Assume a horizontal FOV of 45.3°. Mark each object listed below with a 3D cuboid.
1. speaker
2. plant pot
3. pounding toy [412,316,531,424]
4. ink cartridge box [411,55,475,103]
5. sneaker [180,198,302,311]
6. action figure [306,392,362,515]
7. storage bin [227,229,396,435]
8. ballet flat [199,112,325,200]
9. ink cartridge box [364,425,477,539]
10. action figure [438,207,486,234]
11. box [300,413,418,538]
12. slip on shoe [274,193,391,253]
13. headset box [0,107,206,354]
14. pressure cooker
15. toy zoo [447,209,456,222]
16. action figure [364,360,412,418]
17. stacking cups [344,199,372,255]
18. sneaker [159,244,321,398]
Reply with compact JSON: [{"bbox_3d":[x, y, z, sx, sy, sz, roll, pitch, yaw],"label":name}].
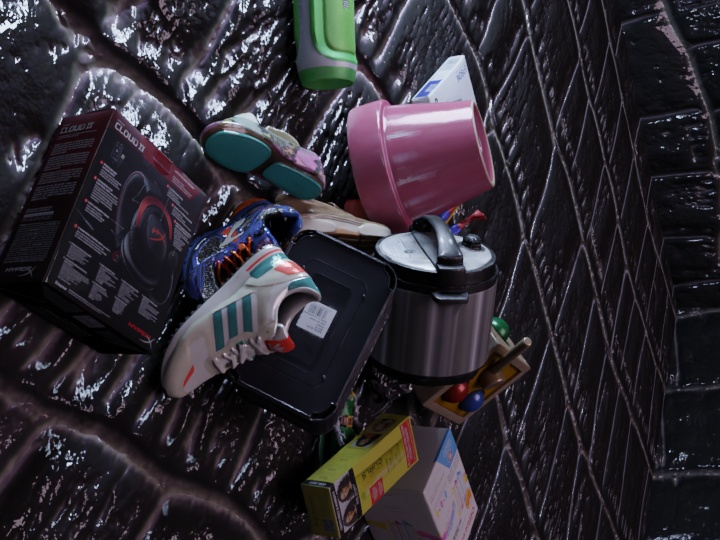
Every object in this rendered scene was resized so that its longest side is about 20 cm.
[{"bbox_3d":[-0.048,-0.351,1.161,0.088,0.087,0.203,-2,90,-60],"label":"speaker"},{"bbox_3d":[0.095,-0.161,1.258,0.200,0.177,0.203,-13,90,-74],"label":"plant pot"},{"bbox_3d":[0.185,0.147,1.380,0.184,0.199,0.143,35,19,-54],"label":"pounding toy"},{"bbox_3d":[0.169,-0.262,1.581,0.200,0.040,0.202,-54,133,-47],"label":"ink cartridge box"},{"bbox_3d":[-0.135,-0.024,0.989,0.201,0.078,0.076,-56,134,-43],"label":"sneaker"},{"bbox_3d":[-0.027,0.233,1.195,0.118,0.054,0.203,19,68,-56],"label":"action figure"},{"bbox_3d":[-0.054,0.072,1.008,0.094,0.134,0.202,93,23,-70],"label":"storage bin"},{"bbox_3d":[-0.118,-0.147,1.039,0.199,0.069,0.072,22,48,-47],"label":"ballet flat"},{"bbox_3d":[0.090,0.353,1.314,0.129,0.124,0.202,-57,135,-45],"label":"ink cartridge box"},{"bbox_3d":[0.103,-0.037,1.311,0.066,0.199,0.099,53,1,-16],"label":"action figure"},{"bbox_3d":[0.003,0.266,1.141,0.199,0.050,0.076,-29,112,-52],"label":"box"},{"bbox_3d":[-0.036,-0.062,1.158,0.198,0.076,0.061,2,65,-41],"label":"slip on shoe"},{"bbox_3d":[-0.235,-0.042,0.817,0.149,0.074,0.202,46,49,-50],"label":"headset box"},{"bbox_3d":[0.094,0.029,1.146,0.178,0.175,0.203,-22,123,-49],"label":"pressure cooker"},{"bbox_3d":[0.142,-0.158,1.491,0.132,0.020,0.200,-61,145,-2],"label":"toy zoo"},{"bbox_3d":[0.056,0.120,1.298,0.119,0.101,0.203,35,56,-66],"label":"action figure"},{"bbox_3d":[0.000,0.000,1.255,0.060,0.060,0.203,13,73,-59],"label":"stacking cups"},{"bbox_3d":[-0.124,0.068,0.919,0.200,0.093,0.071,-48,157,-16],"label":"sneaker"}]
